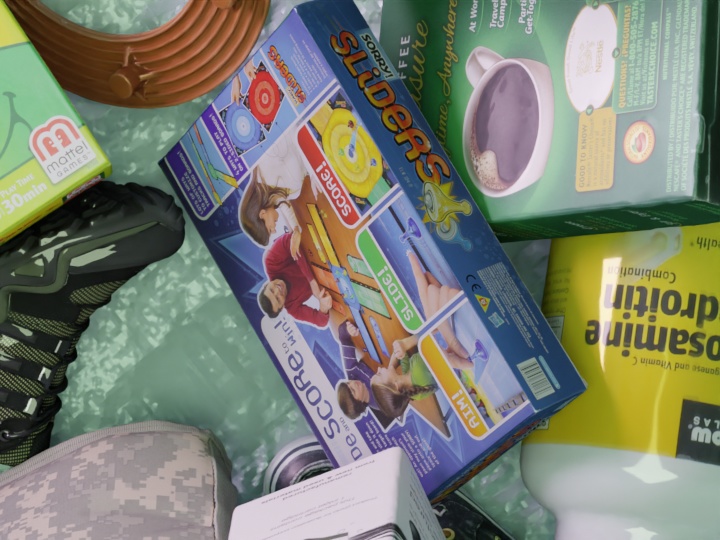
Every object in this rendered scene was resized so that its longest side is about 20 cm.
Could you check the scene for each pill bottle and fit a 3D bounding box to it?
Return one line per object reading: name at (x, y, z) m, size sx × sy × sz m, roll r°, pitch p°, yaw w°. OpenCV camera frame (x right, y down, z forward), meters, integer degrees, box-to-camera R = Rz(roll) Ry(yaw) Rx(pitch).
pill bottle at (0.129, 0.051, 1.110) m, size 0.112 × 0.112 × 0.200 m, roll 8°, pitch 81°, yaw 3°

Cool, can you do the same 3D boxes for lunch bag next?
lunch bag at (-0.135, 0.164, 1.120) m, size 0.200 × 0.164 × 0.118 m, roll -25°, pitch 117°, yaw 10°

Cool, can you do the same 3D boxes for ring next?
ring at (-0.125, -0.158, 1.113) m, size 0.200 × 0.019 × 0.201 m, roll 18°, pitch 129°, yaw 24°

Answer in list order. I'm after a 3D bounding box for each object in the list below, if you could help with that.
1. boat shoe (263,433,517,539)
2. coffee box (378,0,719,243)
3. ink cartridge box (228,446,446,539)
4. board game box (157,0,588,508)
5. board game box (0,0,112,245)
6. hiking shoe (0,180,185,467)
boat shoe at (0.043, 0.143, 1.157) m, size 0.200 × 0.091 × 0.071 m, roll 33°, pitch 97°, yaw 0°
coffee box at (0.083, -0.076, 1.081) m, size 0.044 × 0.200 × 0.123 m, roll 12°, pitch 78°, yaw -40°
ink cartridge box at (0.006, 0.179, 1.007) m, size 0.084 × 0.200 × 0.146 m, roll -22°, pitch 106°, yaw 8°
board game box at (0.000, 0.000, 1.110) m, size 0.135 × 0.034 × 0.200 m, roll -42°, pitch 74°, yaw 48°
board game box at (-0.205, -0.100, 1.114) m, size 0.102 × 0.048 × 0.200 m, roll -34°, pitch 90°, yaw -5°
hiking shoe at (-0.158, 0.034, 1.177) m, size 0.200 × 0.076 × 0.101 m, roll -28°, pitch 110°, yaw 8°
